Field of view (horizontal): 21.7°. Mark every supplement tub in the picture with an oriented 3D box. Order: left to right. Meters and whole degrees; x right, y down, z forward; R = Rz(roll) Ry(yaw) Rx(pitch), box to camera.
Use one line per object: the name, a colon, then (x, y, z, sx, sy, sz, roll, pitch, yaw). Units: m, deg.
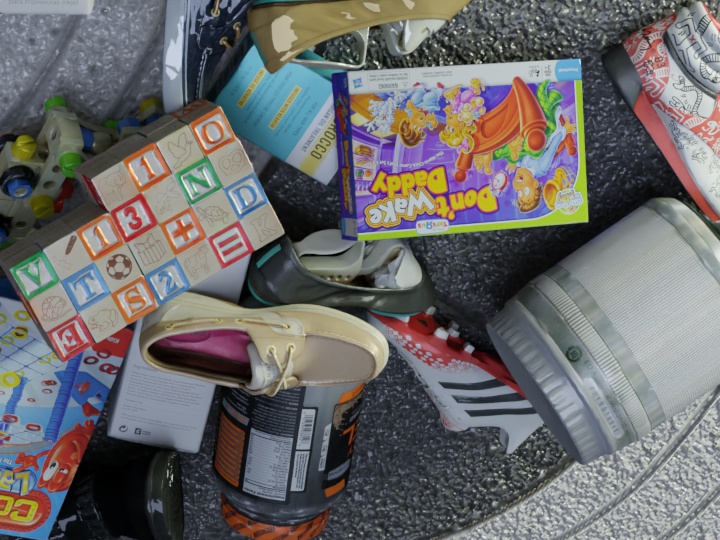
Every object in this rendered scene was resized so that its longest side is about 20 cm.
supplement tub: (-0.062, 0.127, 1.620, 0.122, 0.123, 0.200, 6, 116, -7)

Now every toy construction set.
toy construction set: (-0.244, -0.061, 1.541, 0.131, 0.092, 0.200, 3, 127, -33)

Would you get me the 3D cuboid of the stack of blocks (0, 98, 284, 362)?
stack of blocks: (-0.175, -0.033, 1.438, 0.200, 0.059, 0.115, -31, 111, -12)

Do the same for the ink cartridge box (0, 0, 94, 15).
ink cartridge box: (-0.275, -0.300, 1.416, 0.147, 0.083, 0.200, 0, 117, -3)

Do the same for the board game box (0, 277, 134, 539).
board game box: (-0.307, 0.104, 1.491, 0.200, 0.056, 0.196, 16, 102, -37)

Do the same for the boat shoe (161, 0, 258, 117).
boat shoe: (-0.109, -0.200, 1.475, 0.091, 0.071, 0.200, 3, 106, -6)

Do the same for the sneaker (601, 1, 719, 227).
sneaker: (0.296, -0.127, 1.551, 0.108, 0.067, 0.201, -33, 111, 15)

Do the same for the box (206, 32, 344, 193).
box: (-0.022, -0.117, 1.543, 0.200, 0.049, 0.082, 29, 111, -17)

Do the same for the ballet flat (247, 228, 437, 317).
ballet flat: (0.000, 0.000, 1.550, 0.200, 0.068, 0.068, 0, 135, -42)

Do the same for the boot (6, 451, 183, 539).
boot: (-0.232, 0.203, 1.612, 0.158, 0.211, 0.080, -3, 80, -5)

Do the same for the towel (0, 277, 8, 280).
towel: (-0.332, 0.077, 1.597, 0.152, 0.023, 0.200, 13, 131, -5)

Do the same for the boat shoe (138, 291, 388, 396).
boat shoe: (-0.079, 0.068, 1.486, 0.200, 0.069, 0.074, 6, 122, 4)

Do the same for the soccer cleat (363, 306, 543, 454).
soccer cleat: (0.079, 0.094, 1.646, 0.200, 0.069, 0.085, 28, 106, -21)

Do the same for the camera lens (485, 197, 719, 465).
camera lens: (0.226, 0.048, 1.562, 0.200, 0.160, 0.160, -34, 115, -4)

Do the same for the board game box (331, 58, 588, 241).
board game box: (0.082, -0.098, 1.512, 0.200, 0.045, 0.135, -5, 95, -17)

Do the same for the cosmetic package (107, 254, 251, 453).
cosmetic package: (-0.154, 0.038, 1.580, 0.085, 0.108, 0.200, 13, 116, -10)

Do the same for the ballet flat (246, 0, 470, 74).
ballet flat: (0.007, -0.192, 1.475, 0.200, 0.069, 0.063, -11, 91, -19)
